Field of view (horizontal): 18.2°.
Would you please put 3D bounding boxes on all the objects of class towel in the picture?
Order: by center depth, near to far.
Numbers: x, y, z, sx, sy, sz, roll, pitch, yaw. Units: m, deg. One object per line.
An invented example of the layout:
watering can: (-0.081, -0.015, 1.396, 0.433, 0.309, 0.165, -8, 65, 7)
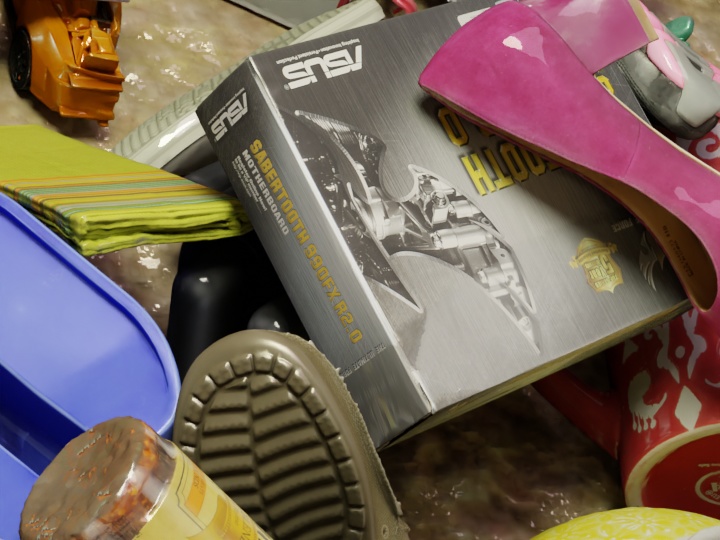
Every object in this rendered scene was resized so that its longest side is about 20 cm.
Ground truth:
towel: (-0.130, -0.038, 0.972, 0.086, 0.018, 0.199, -4, 15, -34)

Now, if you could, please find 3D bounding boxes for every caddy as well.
caddy: (-0.154, 0.059, 0.882, 0.200, 0.105, 0.141, 38, 65, 18)

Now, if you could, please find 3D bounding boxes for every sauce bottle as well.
sauce bottle: (-0.037, 0.136, 0.815, 0.200, 0.066, 0.066, 47, 34, -27)

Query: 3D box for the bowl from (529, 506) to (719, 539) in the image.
bowl: (0.140, 0.167, 0.923, 0.198, 0.108, 0.201, 14, 44, -14)

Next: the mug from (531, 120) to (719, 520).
mug: (0.156, 0.031, 1.078, 0.133, 0.176, 0.201, 45, 33, -40)

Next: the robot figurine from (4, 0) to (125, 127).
robot figurine: (-0.183, -0.157, 1.107, 0.144, 0.058, 0.201, 1, 49, -27)

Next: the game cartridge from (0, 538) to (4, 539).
game cartridge: (-0.108, 0.153, 0.790, 0.199, 0.134, 0.041, 25, 45, -2)

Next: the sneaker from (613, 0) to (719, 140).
sneaker: (0.101, -0.090, 1.074, 0.079, 0.096, 0.200, 37, 3, -30)

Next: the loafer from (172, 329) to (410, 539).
loafer: (-0.020, 0.104, 0.872, 0.075, 0.201, 0.068, -12, 26, 8)

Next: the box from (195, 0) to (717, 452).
box: (0.048, -0.030, 0.937, 0.199, 0.048, 0.159, -19, 77, -42)

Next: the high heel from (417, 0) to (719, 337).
high heel: (0.107, -0.021, 0.916, 0.096, 0.067, 0.201, -31, 100, -14)

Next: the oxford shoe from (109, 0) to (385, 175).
oxford shoe: (-0.048, -0.074, 1.097, 0.200, 0.075, 0.058, -35, 105, -42)

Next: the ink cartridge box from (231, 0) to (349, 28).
ink cartridge box: (-0.034, -0.259, 1.219, 0.144, 0.146, 0.201, 24, 42, -4)

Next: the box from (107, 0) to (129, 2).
box: (-0.195, -0.156, 1.028, 0.198, 0.039, 0.042, 2, 50, -26)

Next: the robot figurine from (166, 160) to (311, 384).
robot figurine: (-0.001, -0.002, 1.000, 0.200, 0.125, 0.151, -33, 93, -43)

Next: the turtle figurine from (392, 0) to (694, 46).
turtle figurine: (0.090, -0.175, 1.232, 0.199, 0.100, 0.151, 17, 76, -30)
